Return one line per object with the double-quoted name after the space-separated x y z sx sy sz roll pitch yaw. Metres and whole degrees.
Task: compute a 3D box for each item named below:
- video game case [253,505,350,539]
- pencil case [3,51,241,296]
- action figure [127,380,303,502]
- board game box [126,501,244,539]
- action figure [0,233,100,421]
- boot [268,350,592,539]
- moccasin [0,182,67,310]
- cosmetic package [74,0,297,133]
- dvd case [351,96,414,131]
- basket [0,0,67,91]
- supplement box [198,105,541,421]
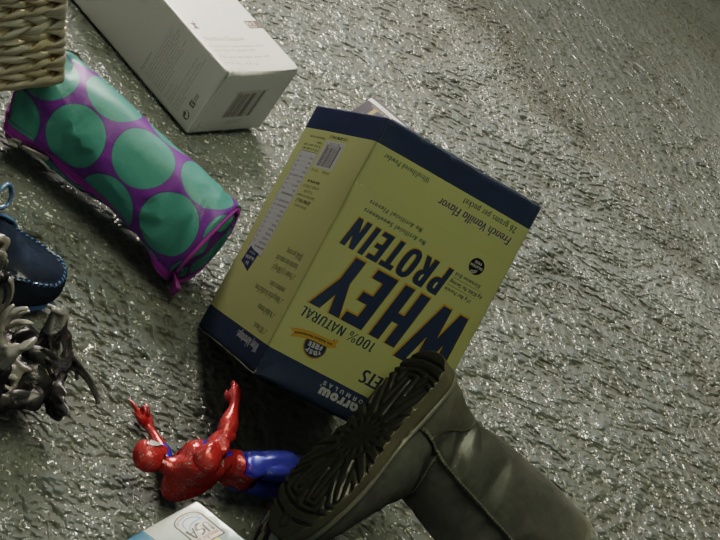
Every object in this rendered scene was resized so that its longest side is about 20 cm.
0.003 0.261 1.159 0.200 0.036 0.181 34 27 -8 "video game case"
-0.191 -0.079 1.390 0.200 0.085 0.092 40 65 2 "pencil case"
-0.084 0.120 1.237 0.200 0.065 0.099 12 46 -43 "action figure"
-0.084 0.227 0.977 0.200 0.047 0.151 32 41 32 "board game box"
-0.247 0.038 1.127 0.200 0.102 0.119 11 26 -40 "action figure"
0.053 0.177 1.219 0.200 0.182 0.073 55 -12 -32 "boot"
-0.289 -0.034 1.215 0.200 0.068 0.081 24 30 -27 "moccasin"
-0.167 -0.225 1.646 0.200 0.081 0.113 49 31 18 "cosmetic package"
0.033 -0.104 1.777 0.149 0.016 0.200 40 27 4 "dvd case"
-0.327 -0.244 1.316 0.199 0.161 0.198 -11 48 -18 "basket"
0.000 0.000 1.304 0.134 0.200 0.200 28 -1 -18 "supplement box"
